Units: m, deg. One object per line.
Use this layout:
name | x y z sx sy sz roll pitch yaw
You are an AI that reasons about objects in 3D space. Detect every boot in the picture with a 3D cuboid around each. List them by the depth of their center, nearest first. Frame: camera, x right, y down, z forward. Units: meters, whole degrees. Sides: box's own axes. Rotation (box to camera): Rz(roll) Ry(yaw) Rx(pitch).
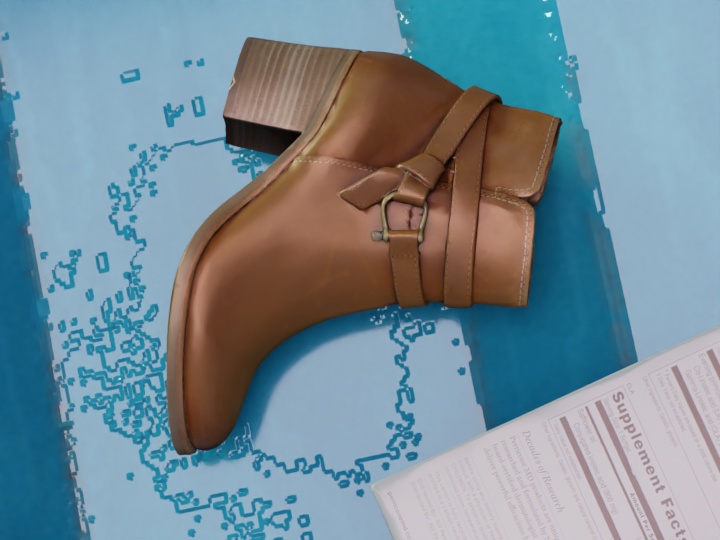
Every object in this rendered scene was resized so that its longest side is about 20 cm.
boot | 0.000 0.000 1.211 0.154 0.074 0.201 14 86 4

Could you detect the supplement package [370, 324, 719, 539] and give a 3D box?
supplement package | 0.120 0.103 1.160 0.199 0.114 0.110 -25 81 1
